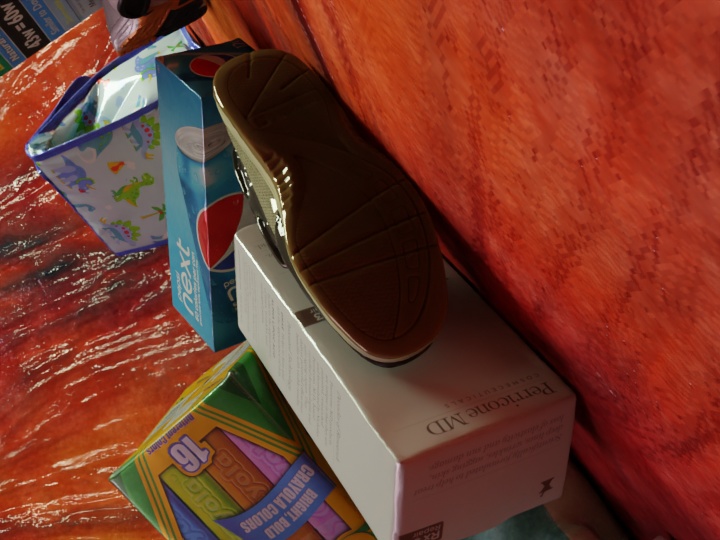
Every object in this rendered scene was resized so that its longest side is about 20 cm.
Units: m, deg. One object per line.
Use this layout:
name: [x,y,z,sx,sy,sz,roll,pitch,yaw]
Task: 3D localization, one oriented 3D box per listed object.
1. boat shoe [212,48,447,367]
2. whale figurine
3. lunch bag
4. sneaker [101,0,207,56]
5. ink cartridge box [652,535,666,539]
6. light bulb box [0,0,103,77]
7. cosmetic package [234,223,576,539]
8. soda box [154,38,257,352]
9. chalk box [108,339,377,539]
boat shoe: [-0.015,-0.030,0.552,0.065,0.073,0.200,86,160,-58]
whale figurine: [0.088,0.150,0.654,0.200,0.104,0.159,58,175,-21]
lunch bag: [-0.210,-0.122,1.081,0.127,0.200,0.170,49,174,43]
sneaker: [-0.157,-0.216,0.746,0.092,0.076,0.200,62,167,-3]
ink cartridge box: [0.135,0.262,0.559,0.084,0.175,0.200,48,173,46]
light bulb box: [-0.273,-0.254,0.748,0.125,0.200,0.198,52,176,20]
cosmetic package: [0.014,0.045,0.566,0.200,0.101,0.074,47,145,46]
soda box: [-0.091,-0.048,0.727,0.068,0.064,0.201,42,142,41]
chalk box: [-0.030,0.142,0.679,0.200,0.124,0.125,47,-154,-6]
